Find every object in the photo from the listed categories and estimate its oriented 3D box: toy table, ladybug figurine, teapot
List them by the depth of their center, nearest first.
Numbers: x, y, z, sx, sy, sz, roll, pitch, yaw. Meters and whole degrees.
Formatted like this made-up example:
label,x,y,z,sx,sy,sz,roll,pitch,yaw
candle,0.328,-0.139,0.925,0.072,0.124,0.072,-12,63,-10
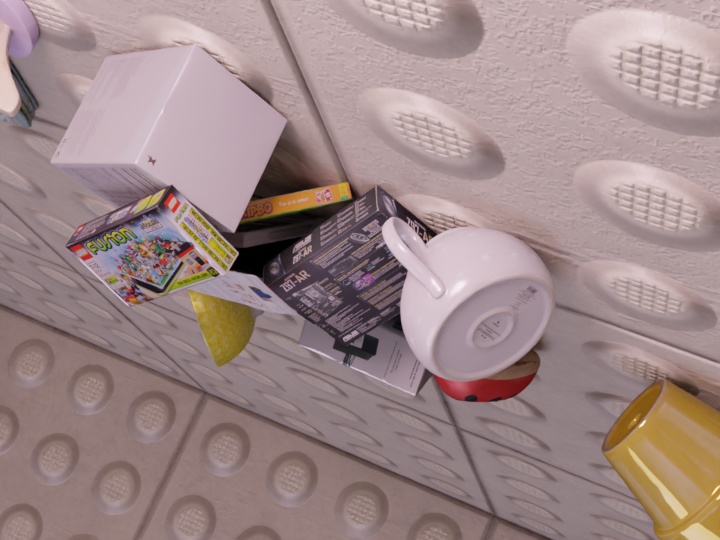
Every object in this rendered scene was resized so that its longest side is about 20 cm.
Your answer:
label,x,y,z,sx,sy,sz,roll,pitch,yaw
teapot,0.120,0.020,1.380,0.202,0.195,0.147,93,154,-44
toy table,-0.469,-0.273,1.407,0.182,0.118,0.200,22,165,12
ladybug figurine,0.177,0.145,1.691,0.135,0.073,0.198,11,-171,44

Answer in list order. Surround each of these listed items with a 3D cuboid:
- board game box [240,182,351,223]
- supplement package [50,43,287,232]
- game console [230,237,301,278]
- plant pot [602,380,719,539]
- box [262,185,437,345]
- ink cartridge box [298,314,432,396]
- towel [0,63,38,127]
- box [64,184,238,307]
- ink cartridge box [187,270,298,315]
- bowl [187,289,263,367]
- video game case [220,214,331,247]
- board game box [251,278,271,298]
label,x,y,z,sx,sy,sz,roll,pitch,yaw
board game box,-0.118,-0.074,1.442,0.198,0.030,0.095,-17,-176,-27
supplement package,-0.221,-0.148,1.353,0.199,0.153,0.150,6,157,49
game console,-0.091,-0.007,1.663,0.199,0.117,0.176,13,160,44
plant pot,0.432,0.256,1.569,0.188,0.201,0.201,40,164,3
box,0.000,0.000,1.486,0.199,0.044,0.160,-34,129,28
ink cartridge box,0.022,0.098,1.790,0.198,0.084,0.147,23,-165,11
towel,-0.552,-0.276,1.651,0.169,0.049,0.200,23,164,8
box,-0.236,-0.023,1.318,0.199,0.035,0.110,-17,125,46
ink cartridge box,-0.180,-0.008,1.421,0.197,0.048,0.160,13,165,20
bowl,-0.230,0.055,2.055,0.106,0.202,0.200,-18,162,-3
video game case,-0.167,-0.057,1.586,0.198,0.022,0.181,6,-168,38
board game box,-0.089,0.019,1.679,0.198,0.035,0.135,9,-172,31
